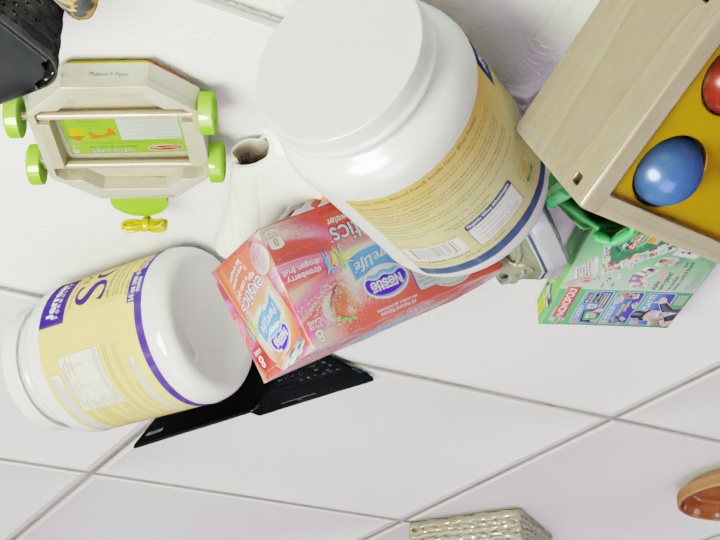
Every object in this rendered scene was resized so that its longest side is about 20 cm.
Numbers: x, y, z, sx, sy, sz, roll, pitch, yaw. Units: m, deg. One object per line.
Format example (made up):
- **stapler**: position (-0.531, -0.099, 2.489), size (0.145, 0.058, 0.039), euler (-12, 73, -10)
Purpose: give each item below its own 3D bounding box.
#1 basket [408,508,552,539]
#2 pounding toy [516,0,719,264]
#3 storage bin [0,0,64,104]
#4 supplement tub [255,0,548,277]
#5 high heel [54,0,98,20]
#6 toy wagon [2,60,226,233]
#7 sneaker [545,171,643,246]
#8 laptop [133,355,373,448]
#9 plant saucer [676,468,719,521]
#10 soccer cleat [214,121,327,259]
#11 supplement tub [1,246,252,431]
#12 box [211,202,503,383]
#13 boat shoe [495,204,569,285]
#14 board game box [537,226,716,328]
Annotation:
- **basket**: position (0.189, 0.476, 1.981), size (0.199, 0.162, 0.198), euler (-13, 150, 21)
- **pounding toy**: position (0.250, -0.101, 0.832), size (0.199, 0.142, 0.184), euler (18, 117, -33)
- **storage bin**: position (-0.295, -0.161, 0.800), size (0.199, 0.094, 0.135), euler (-14, 150, 25)
- **supplement tub**: position (0.032, -0.095, 0.881), size (0.144, 0.145, 0.200), euler (-14, 150, 24)
- **high heel**: position (-0.119, -0.210, 0.727), size (0.142, 0.072, 0.200), euler (6, 144, 0)
- **toy wagon**: position (-0.183, -0.092, 0.998), size (0.154, 0.040, 0.200), euler (-1, 154, 0)
- **sneaker**: position (0.212, -0.052, 1.037), size (0.199, 0.084, 0.074), euler (16, 148, -30)
- **laptop**: position (-0.112, 0.152, 1.405), size (0.177, 0.104, 0.200), euler (-19, 148, 33)
- **plant saucer**: position (0.546, 0.311, 1.812), size (0.199, 0.032, 0.201), euler (0, 153, 0)
- **soccer cleat**: position (-0.079, -0.067, 1.033), size (0.077, 0.069, 0.200), euler (38, 148, -11)
- **supplement tub**: position (-0.216, 0.069, 1.193), size (0.199, 0.146, 0.145), euler (-16, 149, 27)
- **box**: position (0.000, 0.000, 1.015), size (0.199, 0.103, 0.095), euler (-23, 172, -35)
- **boat shoe**: position (0.134, -0.020, 1.072), size (0.062, 0.072, 0.200), euler (-23, 163, 5)
- **board game box**: position (0.252, -0.001, 1.198), size (0.134, 0.029, 0.200), euler (3, 153, -6)
